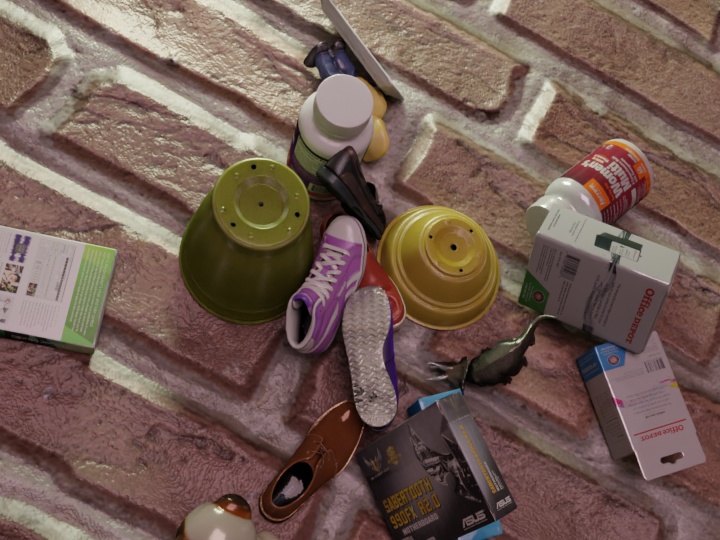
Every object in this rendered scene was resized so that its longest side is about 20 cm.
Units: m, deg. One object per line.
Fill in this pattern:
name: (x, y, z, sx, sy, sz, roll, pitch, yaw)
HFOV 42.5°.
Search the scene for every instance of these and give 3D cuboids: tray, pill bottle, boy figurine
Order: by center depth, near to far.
pill bottle: (-0.042, -0.193, 1.338, 0.109, 0.200, 0.113, 5, 68, -12)
boy figurine: (-0.007, -0.264, 1.449, 0.123, 0.064, 0.202, -20, 77, -43)
pill bottle: (0.358, -0.113, 1.454, 0.199, 0.110, 0.110, -35, 80, -23)
tray: (-0.003, -0.355, 1.474, 0.022, 0.107, 0.201, -37, 81, 8)

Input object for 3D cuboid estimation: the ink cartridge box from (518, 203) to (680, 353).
ink cartridge box: (0.345, 0.013, 1.348, 0.197, 0.148, 0.083, 24, 47, 16)

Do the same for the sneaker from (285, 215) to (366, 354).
sneaker: (-0.048, 0.017, 1.268, 0.071, 0.114, 0.204, 14, 86, 17)

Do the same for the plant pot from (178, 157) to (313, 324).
plant pot: (-0.145, -0.052, 1.264, 0.196, 0.193, 0.204, 4, 69, -12)

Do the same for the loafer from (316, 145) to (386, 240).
loafer: (0.004, -0.107, 1.319, 0.072, 0.200, 0.063, 39, 86, 29)

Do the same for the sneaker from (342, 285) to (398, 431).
sneaker: (0.017, 0.127, 1.287, 0.068, 0.100, 0.204, -5, 68, 6)

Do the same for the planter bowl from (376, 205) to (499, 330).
planter bowl: (0.128, -0.021, 1.377, 0.196, 0.084, 0.204, 4, 69, -11)

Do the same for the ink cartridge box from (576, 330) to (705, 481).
ink cartridge box: (0.413, 0.204, 1.367, 0.113, 0.068, 0.203, -11, 72, -18)

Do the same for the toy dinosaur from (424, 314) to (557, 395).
toy dinosaur: (0.198, 0.130, 1.311, 0.102, 0.198, 0.078, -15, 81, -57)

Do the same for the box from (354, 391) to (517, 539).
box: (0.092, 0.269, 1.193, 0.048, 0.200, 0.160, -15, 72, -41)

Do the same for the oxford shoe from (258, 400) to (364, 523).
oxford shoe: (-0.055, 0.251, 1.237, 0.071, 0.071, 0.200, 38, 64, 5)

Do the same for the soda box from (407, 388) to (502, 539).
soda box: (0.128, 0.274, 1.275, 0.067, 0.064, 0.203, -10, 71, -17)

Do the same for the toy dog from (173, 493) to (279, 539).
toy dog: (-0.145, 0.372, 1.108, 0.139, 0.194, 0.201, -38, 88, -11)

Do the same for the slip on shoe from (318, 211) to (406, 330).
slip on shoe: (0.000, 0.000, 1.344, 0.073, 0.061, 0.202, -28, 76, -8)

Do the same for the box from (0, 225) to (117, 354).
box: (-0.442, 0.023, 1.251, 0.196, 0.036, 0.147, 12, 67, -7)
